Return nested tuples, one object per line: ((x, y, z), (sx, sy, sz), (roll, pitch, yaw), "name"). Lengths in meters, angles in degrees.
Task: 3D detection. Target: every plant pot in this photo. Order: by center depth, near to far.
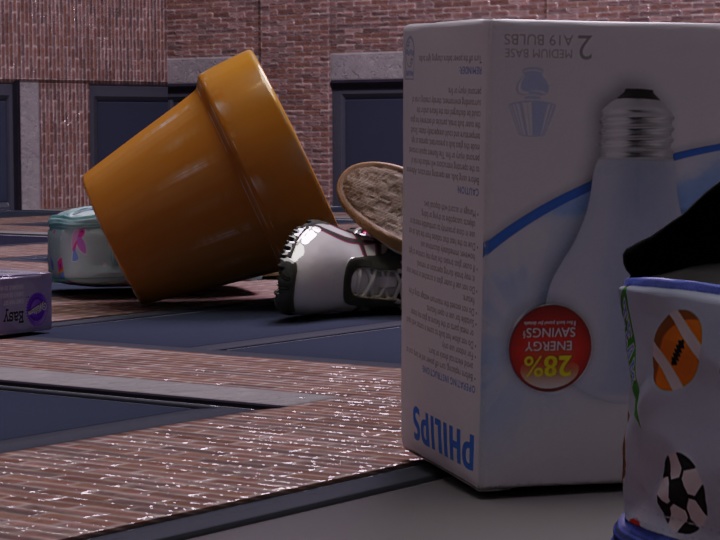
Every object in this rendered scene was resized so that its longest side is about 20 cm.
((-0.135, -0.064, 1.902), (0.183, 0.200, 0.200), (-26, 5, -2), "plant pot")

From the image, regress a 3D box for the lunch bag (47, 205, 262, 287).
((-0.190, -0.024, 2.049), (0.200, 0.077, 0.160), (-2, -1, -16), "lunch bag")

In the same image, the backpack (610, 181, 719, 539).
((0.158, 0.045, 0.521), (0.190, 0.154, 0.200), (12, 4, 35), "backpack")

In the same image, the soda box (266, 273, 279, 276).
((-0.171, -0.027, 2.241), (0.200, 0.068, 0.064), (-1, 3, -1), "soda box")

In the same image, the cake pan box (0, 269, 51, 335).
((-0.357, 0.024, 1.625), (0.184, 0.052, 0.200), (4, 6, 30), "cake pan box")

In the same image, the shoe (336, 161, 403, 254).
((0.065, -0.025, 1.804), (0.200, 0.070, 0.053), (29, -25, 19), "shoe")

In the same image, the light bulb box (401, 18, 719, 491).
((0.127, -0.011, 0.978), (0.198, 0.200, 0.125), (-1, 5, -14), "light bulb box")

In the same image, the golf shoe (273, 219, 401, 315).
((0.000, 0.000, 1.799), (0.088, 0.077, 0.200), (12, 11, 27), "golf shoe")
